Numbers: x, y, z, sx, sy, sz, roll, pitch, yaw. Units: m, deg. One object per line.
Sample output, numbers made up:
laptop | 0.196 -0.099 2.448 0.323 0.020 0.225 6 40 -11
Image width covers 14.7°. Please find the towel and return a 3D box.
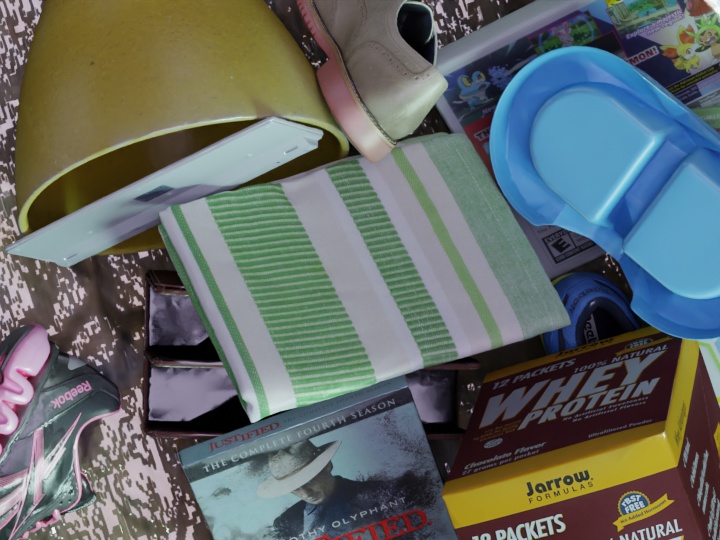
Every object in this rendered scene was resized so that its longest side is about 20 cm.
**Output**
towel | 0.000 0.000 1.613 0.199 0.023 0.153 -16 59 -19

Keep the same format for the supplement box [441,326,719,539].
supplement box | 0.153 0.164 1.627 0.132 0.197 0.201 -17 104 15

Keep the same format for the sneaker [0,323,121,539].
sneaker | -0.211 0.138 1.708 0.095 0.079 0.201 27 90 -18

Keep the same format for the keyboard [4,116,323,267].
keyboard | -0.115 -0.045 1.624 0.199 0.056 0.011 -25 65 27

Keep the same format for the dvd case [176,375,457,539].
dvd case | -0.012 0.164 1.699 0.145 0.022 0.201 -19 123 0

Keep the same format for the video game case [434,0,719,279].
video game case | 0.160 -0.101 1.698 0.199 0.023 0.183 -25 126 11

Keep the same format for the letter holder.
letter holder | -0.028 0.053 1.686 0.199 0.142 0.101 1 92 -7

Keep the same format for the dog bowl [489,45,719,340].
dog bowl | 0.168 -0.047 1.629 0.200 0.050 0.112 41 111 14

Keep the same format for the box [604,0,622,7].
box | 0.214 -0.222 1.596 0.199 0.064 0.070 -24 82 -27

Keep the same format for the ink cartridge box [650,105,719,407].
ink cartridge box | 0.225 0.002 1.688 0.103 0.059 0.201 -5 119 28

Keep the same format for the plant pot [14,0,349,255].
plant pot | -0.120 -0.113 1.660 0.199 0.200 0.143 -13 73 -6

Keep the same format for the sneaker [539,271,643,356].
sneaker | 0.168 0.095 1.740 0.066 0.078 0.201 -26 104 -7

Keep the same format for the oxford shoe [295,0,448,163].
oxford shoe | 0.012 -0.141 1.665 0.074 0.200 0.071 -33 128 13
